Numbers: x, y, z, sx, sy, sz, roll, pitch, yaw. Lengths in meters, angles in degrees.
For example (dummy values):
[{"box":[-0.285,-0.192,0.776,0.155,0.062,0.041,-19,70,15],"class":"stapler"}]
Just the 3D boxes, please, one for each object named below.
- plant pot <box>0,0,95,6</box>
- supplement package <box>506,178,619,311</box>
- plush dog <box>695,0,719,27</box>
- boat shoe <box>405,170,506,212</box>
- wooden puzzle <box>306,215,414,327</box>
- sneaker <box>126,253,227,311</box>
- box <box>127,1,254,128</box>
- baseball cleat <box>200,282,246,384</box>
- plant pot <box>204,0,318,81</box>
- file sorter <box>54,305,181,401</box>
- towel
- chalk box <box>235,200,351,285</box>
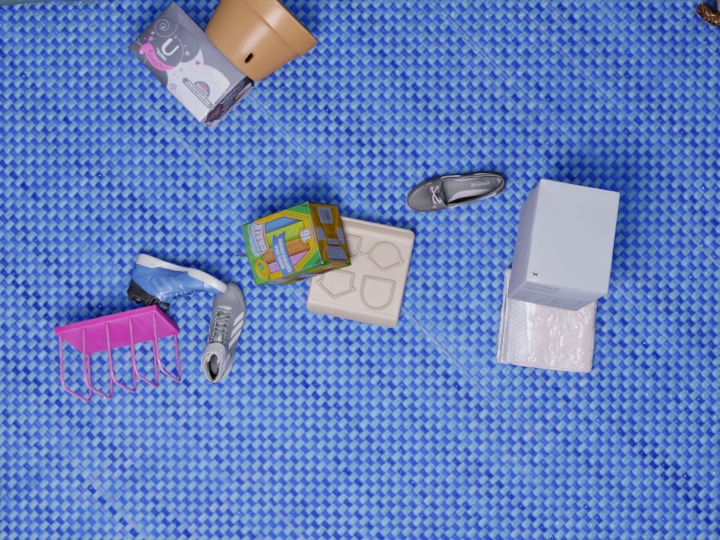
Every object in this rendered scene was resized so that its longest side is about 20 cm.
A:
[{"box":[-0.630,-0.597,1.573,0.195,0.200,0.201,-7,92,10],"class":"plant pot"},{"box":[0.371,-0.042,1.532,0.147,0.200,0.192,10,80,2],"class":"supplement package"},{"box":[0.726,-0.548,1.560,0.199,0.161,0.172,-13,115,2],"class":"plush dog"},{"box":[0.187,-0.160,1.623,0.199,0.057,0.067,-12,92,2],"class":"boat shoe"},{"box":[0.000,0.000,1.644,0.185,0.046,0.201,11,97,2],"class":"wooden puzzle"},{"box":[-0.365,0.045,1.624,0.199,0.077,0.112,16,80,12],"class":"sneaker"},{"box":[-0.326,-0.394,1.601,0.132,0.115,0.200,-44,90,3],"class":"box"},{"box":[-0.268,0.125,1.624,0.069,0.106,0.201,6,93,0],"class":"baseball cleat"},{"box":[-0.198,-0.455,1.559,0.140,0.200,0.200,-44,90,9],"class":"plant pot"},{"box":[-0.462,0.168,1.597,0.199,0.139,0.126,-13,67,2],"class":"file sorter"},{"box":[0.373,0.096,1.641,0.190,0.032,0.201,4,93,1],"class":"towel"},{"box":[-0.141,-0.042,1.584,0.199,0.125,0.124,-18,82,26],"class":"chalk box"}]
